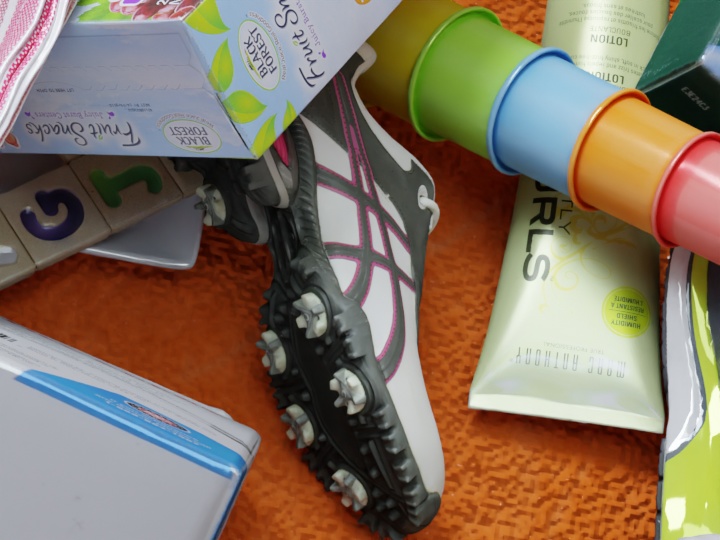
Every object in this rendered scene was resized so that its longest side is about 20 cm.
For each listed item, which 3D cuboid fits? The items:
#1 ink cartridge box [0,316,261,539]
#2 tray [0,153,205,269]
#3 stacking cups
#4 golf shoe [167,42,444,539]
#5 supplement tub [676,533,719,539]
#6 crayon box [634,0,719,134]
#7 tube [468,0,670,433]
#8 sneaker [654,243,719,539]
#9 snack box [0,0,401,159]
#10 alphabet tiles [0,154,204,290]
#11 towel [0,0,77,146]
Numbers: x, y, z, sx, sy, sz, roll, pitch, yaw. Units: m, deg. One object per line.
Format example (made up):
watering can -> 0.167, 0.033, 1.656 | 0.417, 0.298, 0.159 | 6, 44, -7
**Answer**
ink cartridge box -> -0.116, 0.067, 1.015 | 0.145, 0.200, 0.085 | 24, 89, 1
tray -> -0.109, -0.092, 1.207 | 0.107, 0.022, 0.201 | 9, 61, -9
stacking cups -> 0.079, -0.050, 1.164 | 0.200, 0.061, 0.060 | 32, 57, 32
golf shoe -> 0.000, 0.000, 1.140 | 0.088, 0.077, 0.201 | -18, 82, -29
supplement tub -> 0.086, 0.173, 1.028 | 0.199, 0.145, 0.145 | -14, 66, -11
crayon box -> 0.205, -0.113, 1.248 | 0.126, 0.052, 0.201 | 39, 58, -18
tube -> 0.093, -0.031, 1.207 | 0.052, 0.058, 0.201 | 34, 55, -42
sneaker -> 0.157, 0.051, 1.154 | 0.080, 0.074, 0.201 | 0, 68, 11
snack box -> -0.053, -0.127, 1.124 | 0.200, 0.168, 0.068 | -48, 125, -32
alphabet tiles -> -0.136, -0.100, 1.189 | 0.167, 0.008, 0.200 | -28, 72, -24
towel -> -0.189, -0.062, 1.071 | 0.030, 0.199, 0.147 | 48, 54, -36
